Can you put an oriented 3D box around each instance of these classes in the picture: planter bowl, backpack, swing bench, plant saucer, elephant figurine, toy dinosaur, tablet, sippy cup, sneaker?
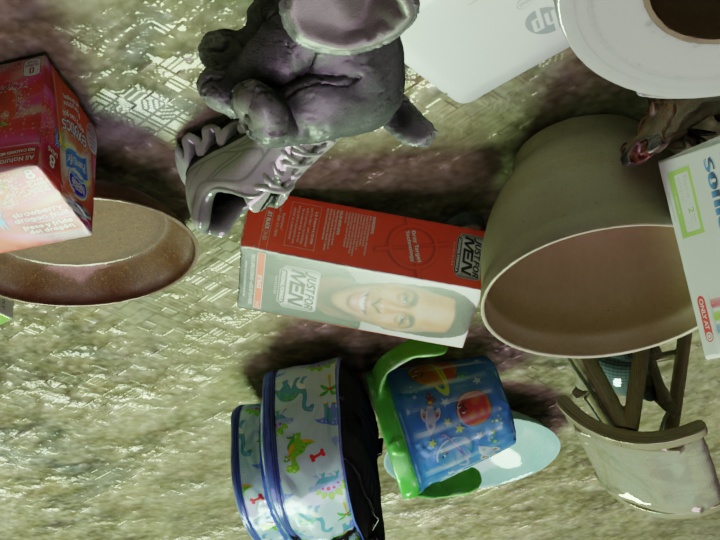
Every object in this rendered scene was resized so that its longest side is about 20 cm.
[{"bbox_3d":[0.187,-0.036,1.045,0.200,0.135,0.200,-3,149,-2],"label":"planter bowl"},{"bbox_3d":[-0.054,0.195,1.347,0.147,0.183,0.200,-8,143,4],"label":"backpack"},{"bbox_3d":[0.251,0.113,1.234,0.130,0.200,0.199,-13,147,14],"label":"swing bench"},{"bbox_3d":[0.125,0.194,1.504,0.201,0.039,0.201,-3,149,-2],"label":"plant saucer"},{"bbox_3d":[-0.233,-0.026,1.088,0.200,0.037,0.200,-6,155,-3],"label":"plant saucer"},{"bbox_3d":[-0.022,-0.179,0.807,0.155,0.142,0.200,-18,143,-38],"label":"elephant figurine"},{"bbox_3d":[0.281,-0.130,0.964,0.200,0.086,0.136,-2,162,-35],"label":"toy dinosaur"},{"bbox_3d":[0.114,-0.186,0.908,0.200,0.014,0.130,-25,143,31],"label":"tablet"},{"bbox_3d":[0.085,0.150,1.351,0.130,0.140,0.178,-16,160,-1],"label":"sippy cup"},{"bbox_3d":[-0.056,-0.090,0.979,0.200,0.081,0.075,-31,138,34],"label":"sneaker"}]

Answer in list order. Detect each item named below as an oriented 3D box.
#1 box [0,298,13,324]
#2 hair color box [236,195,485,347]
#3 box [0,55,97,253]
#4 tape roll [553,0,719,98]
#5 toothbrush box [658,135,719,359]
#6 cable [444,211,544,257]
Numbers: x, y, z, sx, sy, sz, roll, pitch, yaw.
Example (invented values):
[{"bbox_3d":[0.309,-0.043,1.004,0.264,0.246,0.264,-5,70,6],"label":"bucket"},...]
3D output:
[{"bbox_3d":[-0.424,0.018,1.151,0.144,0.036,0.200,-24,142,28],"label":"box"},{"bbox_3d":[0.000,0.000,1.115,0.200,0.061,0.102,9,147,-1],"label":"hair color box"},{"bbox_3d":[-0.300,-0.071,0.959,0.200,0.100,0.096,-10,148,10],"label":"box"},{"bbox_3d":[0.196,-0.213,0.741,0.202,0.139,0.203,-5,144,-4],"label":"tape roll"},{"bbox_3d":[0.326,-0.029,0.933,0.200,0.146,0.086,-10,174,-28],"label":"toothbrush box"},{"bbox_3d":[0.079,0.009,1.183,0.097,0.050,0.200,20,139,-34],"label":"cable"}]
